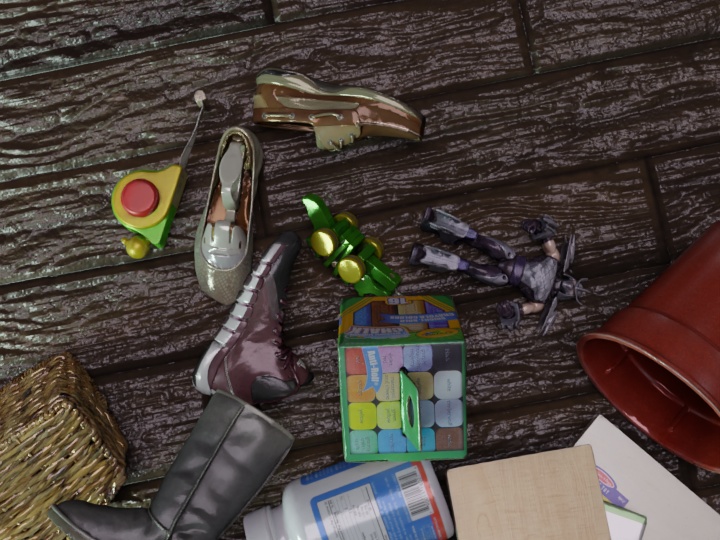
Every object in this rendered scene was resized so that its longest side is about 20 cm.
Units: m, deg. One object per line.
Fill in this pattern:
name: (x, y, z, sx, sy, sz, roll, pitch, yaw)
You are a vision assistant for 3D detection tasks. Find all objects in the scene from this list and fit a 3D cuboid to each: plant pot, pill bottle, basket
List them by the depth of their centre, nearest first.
plant pot: (0.360, 0.066, 1.082, 0.201, 0.201, 0.195, 42, 76, 8)
pill bottle: (-0.013, 0.253, 1.092, 0.199, 0.112, 0.113, -20, 80, -1)
basket: (-0.352, 0.209, 1.135, 0.200, 0.149, 0.143, -34, 114, -4)

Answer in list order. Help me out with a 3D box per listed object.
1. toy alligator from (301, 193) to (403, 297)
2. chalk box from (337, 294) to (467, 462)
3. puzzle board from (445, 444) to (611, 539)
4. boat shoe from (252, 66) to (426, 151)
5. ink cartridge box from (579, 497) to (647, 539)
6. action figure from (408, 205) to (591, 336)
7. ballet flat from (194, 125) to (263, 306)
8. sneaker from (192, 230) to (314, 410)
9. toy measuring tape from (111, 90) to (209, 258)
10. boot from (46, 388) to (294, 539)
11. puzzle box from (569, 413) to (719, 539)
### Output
toy alligator: (0.000, 0.000, 1.169, 0.200, 0.059, 0.054, 45, 129, 1)
chalk box: (0.040, 0.111, 1.055, 0.123, 0.200, 0.125, -2, 104, 2)
puzzle board: (0.175, 0.285, 1.058, 0.150, 0.017, 0.201, -10, 78, -1)
boat shoe: (-0.028, -0.168, 1.190, 0.199, 0.076, 0.074, 15, 86, 13)
ink cartridge box: (0.192, 0.321, 1.080, 0.145, 0.048, 0.201, 18, 81, 5)
action figure: (0.154, -0.004, 1.155, 0.199, 0.069, 0.131, 18, 76, 2)
ballet flat: (-0.149, -0.063, 1.175, 0.067, 0.062, 0.201, 4, 81, 3)
sneaker: (-0.087, 0.065, 1.153, 0.115, 0.076, 0.201, 30, 93, 1)
toy measuring tape: (-0.229, -0.111, 1.184, 0.073, 0.074, 0.201, 15, 81, 4)
boot: (-0.188, 0.207, 1.070, 0.181, 0.073, 0.201, 30, 77, -4)
puzzle box: (0.286, 0.265, 1.124, 0.200, 0.025, 0.133, 41, 84, 8)
